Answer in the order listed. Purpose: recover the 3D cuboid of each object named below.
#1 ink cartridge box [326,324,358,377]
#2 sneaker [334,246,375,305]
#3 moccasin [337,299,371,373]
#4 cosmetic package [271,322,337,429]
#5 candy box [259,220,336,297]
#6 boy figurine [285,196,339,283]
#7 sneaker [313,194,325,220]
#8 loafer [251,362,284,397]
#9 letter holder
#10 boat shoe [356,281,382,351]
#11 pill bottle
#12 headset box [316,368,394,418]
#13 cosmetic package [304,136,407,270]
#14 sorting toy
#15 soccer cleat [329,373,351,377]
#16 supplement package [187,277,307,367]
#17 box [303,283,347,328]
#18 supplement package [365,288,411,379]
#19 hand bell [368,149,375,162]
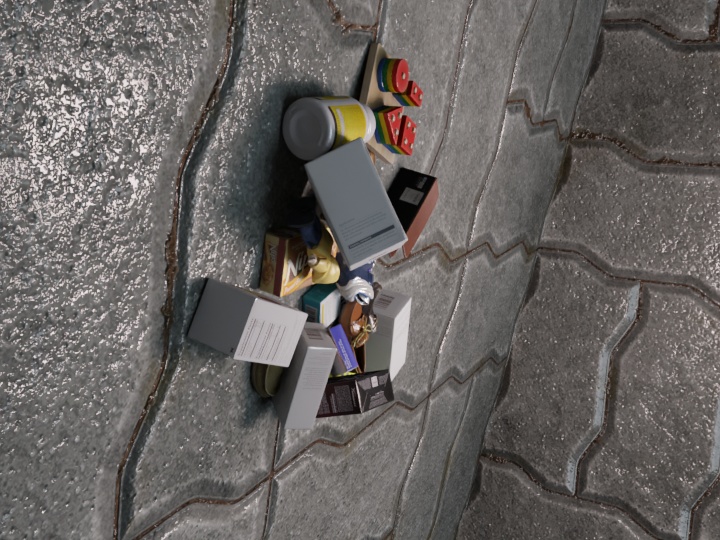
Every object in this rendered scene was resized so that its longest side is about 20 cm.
[{"bbox_3d":[-0.050,0.175,1.685,0.039,0.101,0.200,-22,175,-14],"label":"ink cartridge box"},{"bbox_3d":[0.000,0.000,1.719,0.199,0.079,0.150,-21,101,-63],"label":"sneaker"},{"bbox_3d":[-0.010,0.150,1.763,0.073,0.077,0.205,-34,135,-53],"label":"moccasin"},{"bbox_3d":[-0.120,0.220,1.612,0.070,0.102,0.203,7,115,-26],"label":"cosmetic package"},{"bbox_3d":[-0.119,-0.029,1.553,0.199,0.054,0.118,-21,123,-58],"label":"candy box"},{"bbox_3d":[-0.086,-0.051,1.473,0.202,0.063,0.126,73,13,-51],"label":"boy figurine"},{"bbox_3d":[-0.025,-0.178,1.616,0.202,0.087,0.075,-61,152,-25],"label":"sneaker"},{"bbox_3d":[-0.173,0.174,1.563,0.076,0.066,0.204,-35,136,-52],"label":"loafer"},{"bbox_3d":[0.113,-0.125,1.923,0.202,0.099,0.143,-60,155,-24],"label":"letter holder"},{"bbox_3d":[0.009,0.120,1.841,0.202,0.073,0.075,-62,175,22],"label":"boat shoe"},{"bbox_3d":[-0.051,-0.273,1.465,0.199,0.110,0.113,-24,128,-57],"label":"pill bottle"},{"bbox_3d":[-0.046,0.278,1.733,0.148,0.197,0.077,-5,84,-58],"label":"headset box"},{"bbox_3d":[-0.010,-0.117,1.452,0.199,0.121,0.203,98,-31,-88],"label":"cosmetic package"},{"bbox_3d":[0.070,-0.355,1.675,0.198,0.068,0.204,24,76,-65],"label":"sorting toy"},{"bbox_3d":[-0.048,0.274,1.897,0.085,0.064,0.201,-62,154,-15],"label":"soccer cleat"},{"bbox_3d":[-0.200,0.098,1.403,0.200,0.112,0.111,26,85,-66],"label":"supplement package"},{"bbox_3d":[-0.056,0.050,1.746,0.200,0.048,0.084,-42,143,-47],"label":"box"},{"bbox_3d":[0.050,0.164,1.954,0.117,0.115,0.204,-46,145,-54],"label":"supplement package"},{"bbox_3d":[0.019,-0.188,1.725,0.104,0.102,0.204,-20,113,-59],"label":"hand bell"}]
